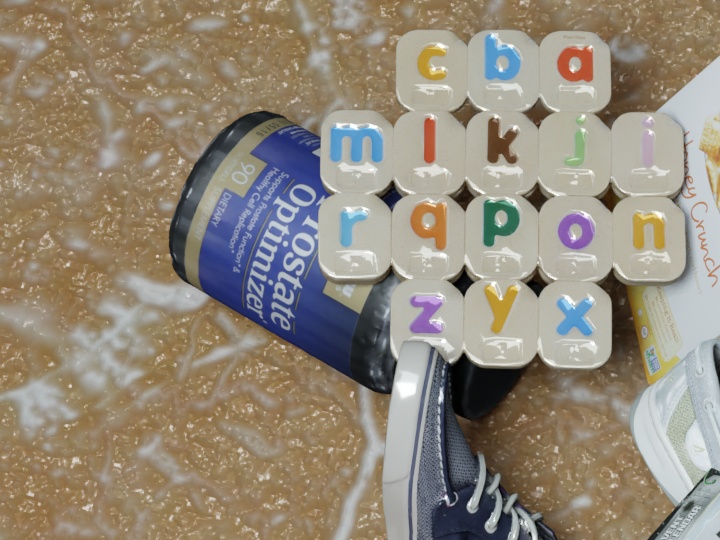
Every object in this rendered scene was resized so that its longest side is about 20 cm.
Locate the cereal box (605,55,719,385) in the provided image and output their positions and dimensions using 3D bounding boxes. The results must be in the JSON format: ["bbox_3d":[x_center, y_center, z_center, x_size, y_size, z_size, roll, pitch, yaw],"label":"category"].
[{"bbox_3d":[0.208,-0.041,1.589,0.039,0.200,0.145,4,61,-29],"label":"cereal box"}]

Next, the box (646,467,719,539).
[{"bbox_3d":[0.196,0.215,1.441,0.137,0.040,0.200,-46,109,-9],"label":"box"}]

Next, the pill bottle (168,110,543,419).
[{"bbox_3d":[0.000,0.000,1.653,0.199,0.112,0.112,29,77,22],"label":"pill bottle"}]

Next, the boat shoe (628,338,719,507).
[{"bbox_3d":[0.219,0.130,1.515,0.202,0.074,0.065,57,132,16],"label":"boat shoe"}]

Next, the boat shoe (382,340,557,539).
[{"bbox_3d":[0.062,0.125,1.560,0.092,0.201,0.075,4,36,8],"label":"boat shoe"}]

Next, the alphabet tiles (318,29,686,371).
[{"bbox_3d":[0.077,-0.039,1.594,0.199,0.015,0.197,0,70,1],"label":"alphabet tiles"}]
